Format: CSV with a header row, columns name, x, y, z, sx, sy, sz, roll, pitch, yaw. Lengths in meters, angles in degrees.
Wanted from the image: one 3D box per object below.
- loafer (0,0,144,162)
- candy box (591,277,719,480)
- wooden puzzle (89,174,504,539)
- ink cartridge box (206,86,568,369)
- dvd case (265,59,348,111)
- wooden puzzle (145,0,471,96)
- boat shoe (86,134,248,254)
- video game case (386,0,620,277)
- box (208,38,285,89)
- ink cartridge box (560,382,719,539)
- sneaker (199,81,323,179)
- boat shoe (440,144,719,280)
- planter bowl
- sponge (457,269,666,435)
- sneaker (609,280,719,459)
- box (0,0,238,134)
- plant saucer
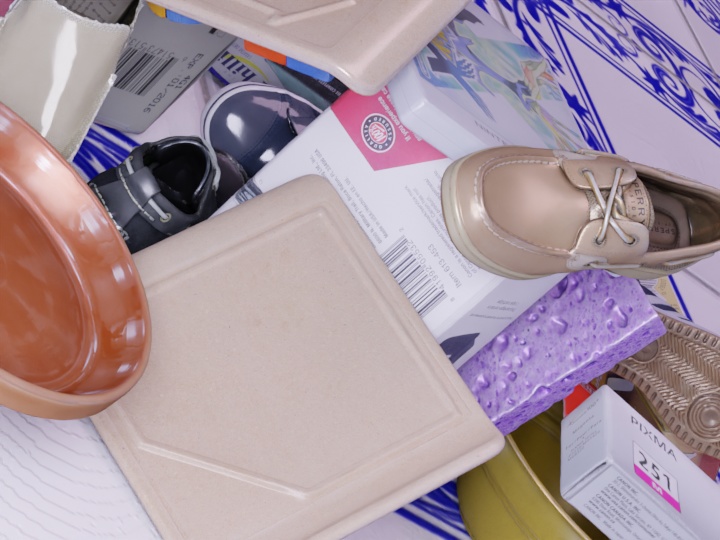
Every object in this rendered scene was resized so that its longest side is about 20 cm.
name,x,y,z,sx,sy,sz,roll,pitch,yaw
loafer,-0.168,-0.121,1.270,0.076,0.068,0.200,25,66,-9
candy box,0.195,0.090,1.633,0.055,0.116,0.200,3,37,-13
wooden puzzle,-0.051,0.059,1.220,0.185,0.037,0.200,-26,66,-23
ink cartridge box,0.000,0.000,1.319,0.145,0.200,0.084,55,20,19
dvd case,0.022,-0.067,1.563,0.200,0.022,0.146,37,-13,48
wooden puzzle,-0.036,-0.173,1.263,0.200,0.046,0.185,27,47,19
boat shoe,-0.106,-0.047,1.384,0.072,0.068,0.200,48,20,6
video game case,0.069,-0.104,1.323,0.182,0.022,0.200,33,24,-35
box,-0.092,-0.234,1.681,0.184,0.105,0.200,39,23,-19
ink cartridge box,0.206,0.145,1.441,0.200,0.044,0.174,42,23,-15
sneaker,-0.016,-0.047,1.515,0.200,0.078,0.079,39,1,-22
boat shoe,0.124,-0.034,1.224,0.200,0.064,0.071,2,77,-45
planter bowl,0.120,0.146,1.448,0.200,0.083,0.200,39,22,-19
sponge,0.068,0.043,1.372,0.112,0.200,0.030,61,7,29
sneaker,0.195,0.050,1.530,0.200,0.070,0.109,33,11,-1
box,-0.182,-0.201,1.446,0.128,0.109,0.200,16,37,-53
plant saucer,-0.182,-0.013,1.106,0.200,0.032,0.200,41,25,-24
